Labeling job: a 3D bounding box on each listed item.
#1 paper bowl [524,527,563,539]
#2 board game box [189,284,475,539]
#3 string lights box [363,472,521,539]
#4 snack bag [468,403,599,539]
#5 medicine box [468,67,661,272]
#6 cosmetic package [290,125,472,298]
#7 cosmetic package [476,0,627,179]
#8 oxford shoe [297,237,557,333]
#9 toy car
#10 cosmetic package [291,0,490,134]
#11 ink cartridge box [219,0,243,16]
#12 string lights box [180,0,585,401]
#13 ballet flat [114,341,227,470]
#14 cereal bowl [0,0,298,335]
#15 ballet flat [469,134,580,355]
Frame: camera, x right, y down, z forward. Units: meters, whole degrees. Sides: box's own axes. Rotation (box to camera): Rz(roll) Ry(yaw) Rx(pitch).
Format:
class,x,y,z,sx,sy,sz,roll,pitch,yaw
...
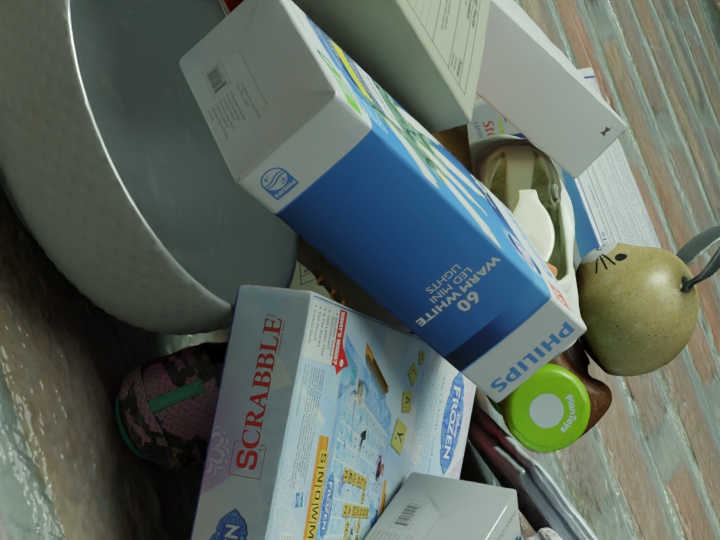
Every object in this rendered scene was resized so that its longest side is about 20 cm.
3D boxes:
class,x,y,z,sx,sy,sz,roll,pitch,yaw
paper bowl,0.126,0.255,1.100,0.201,0.104,0.201,55,-3,5
board game box,-0.013,0.122,0.915,0.199,0.041,0.201,26,74,-62
string lights box,0.040,0.210,0.929,0.103,0.059,0.200,-49,138,-49
snack bag,0.138,0.181,1.236,0.200,0.021,0.189,55,-4,-11
medicine box,0.151,-0.056,1.525,0.183,0.103,0.200,69,21,0
cosmetic package,0.012,-0.040,1.163,0.071,0.105,0.200,48,30,-45
cosmetic package,0.058,-0.156,1.151,0.200,0.052,0.151,36,12,-40
oxford shoe,0.000,0.000,1.033,0.071,0.199,0.073,23,85,-81
toy car,0.159,0.012,1.269,0.158,0.200,0.164,62,0,-4
cosmetic package,-0.014,-0.164,0.931,0.200,0.073,0.104,56,32,-37
ink cartridge box,-0.027,-0.138,1.029,0.200,0.045,0.176,39,17,-53
string lights box,0.012,-0.033,0.891,0.200,0.059,0.103,40,14,-40
ballet flat,-0.048,0.060,0.959,0.200,0.071,0.069,2,67,-68
cereal bowl,-0.111,-0.059,0.897,0.200,0.083,0.200,51,27,-39
ballet flat,0.099,-0.034,1.165,0.069,0.069,0.200,52,20,-38
